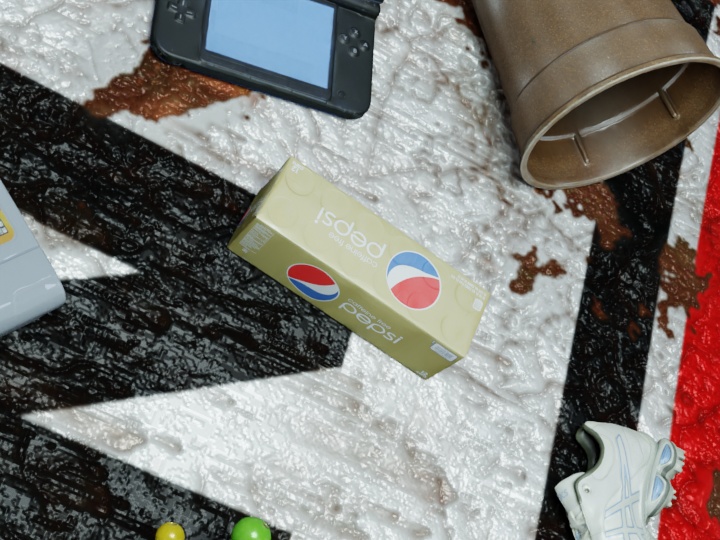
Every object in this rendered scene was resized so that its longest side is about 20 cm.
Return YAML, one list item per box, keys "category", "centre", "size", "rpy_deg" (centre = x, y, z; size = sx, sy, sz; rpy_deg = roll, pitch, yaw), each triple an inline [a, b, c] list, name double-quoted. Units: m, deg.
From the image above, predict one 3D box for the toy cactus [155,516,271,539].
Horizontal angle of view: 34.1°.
- category: "toy cactus"
  centre: [-0.103, 0.265, 0.758]
  size: [0.165, 0.102, 0.200]
  rpy_deg: [47, 50, -26]

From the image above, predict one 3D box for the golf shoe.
- category: "golf shoe"
  centre: [0.194, 0.213, 0.949]
  size: [0.097, 0.078, 0.201]
  rpy_deg: [25, 51, -4]

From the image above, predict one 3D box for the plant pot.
- category: "plant pot"
  centre: [0.199, -0.209, 1.064]
  size: [0.199, 0.200, 0.199]
  rpy_deg: [-9, 65, -31]

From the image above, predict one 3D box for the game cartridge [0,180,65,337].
- category: "game cartridge"
  centre: [-0.307, -0.035, 0.797]
  size: [0.133, 0.042, 0.201]
  rpy_deg: [-29, 85, -39]

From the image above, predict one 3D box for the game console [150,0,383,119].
- category: "game console"
  centre: [-0.056, -0.246, 0.973]
  size: [0.199, 0.118, 0.172]
  rpy_deg: [14, 63, -22]

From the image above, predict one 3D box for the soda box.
- category: "soda box"
  centre: [0.000, 0.000, 0.931]
  size: [0.200, 0.064, 0.068]
  rpy_deg: [35, 57, -12]
